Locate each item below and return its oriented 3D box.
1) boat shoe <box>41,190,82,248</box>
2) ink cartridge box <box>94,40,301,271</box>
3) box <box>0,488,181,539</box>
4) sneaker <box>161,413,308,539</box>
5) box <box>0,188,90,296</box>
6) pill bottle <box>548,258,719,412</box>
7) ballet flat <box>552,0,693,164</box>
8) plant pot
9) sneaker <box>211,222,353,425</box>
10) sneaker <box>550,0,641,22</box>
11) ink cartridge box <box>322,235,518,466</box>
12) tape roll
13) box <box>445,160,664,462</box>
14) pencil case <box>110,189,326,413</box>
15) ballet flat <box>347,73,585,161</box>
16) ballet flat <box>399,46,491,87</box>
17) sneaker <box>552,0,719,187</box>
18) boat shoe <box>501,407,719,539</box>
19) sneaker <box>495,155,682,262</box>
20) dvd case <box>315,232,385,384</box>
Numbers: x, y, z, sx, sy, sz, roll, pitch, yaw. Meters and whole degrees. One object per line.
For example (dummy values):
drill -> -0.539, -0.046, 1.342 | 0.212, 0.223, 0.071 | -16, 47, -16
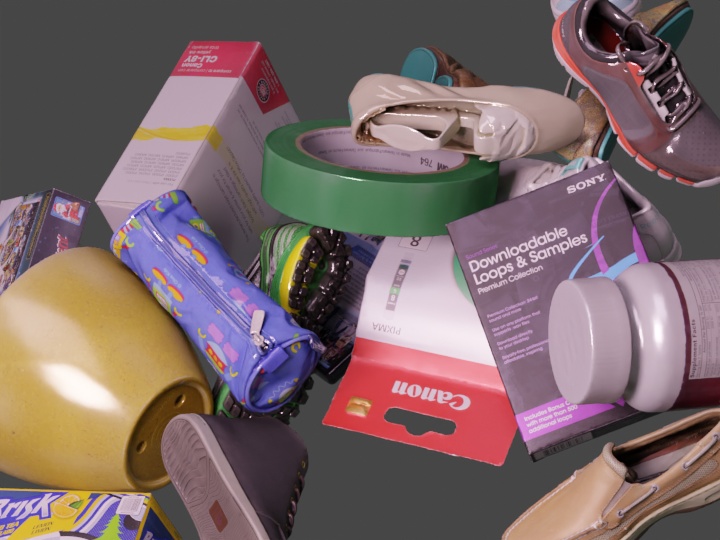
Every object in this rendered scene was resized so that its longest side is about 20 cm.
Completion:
boat shoe -> -0.271, 0.009, 1.876 | 0.062, 0.072, 0.201 | 3, 48, -8
ink cartridge box -> -0.135, -0.083, 1.833 | 0.083, 0.146, 0.201 | 6, 51, 29
box -> -0.249, 0.219, 1.654 | 0.199, 0.070, 0.065 | 0, 51, 24
sneaker -> -0.068, 0.193, 1.600 | 0.075, 0.106, 0.201 | -46, 60, 39
box -> -0.301, 0.034, 1.779 | 0.136, 0.038, 0.201 | -5, 67, 61
pill bottle -> 0.245, 0.047, 1.516 | 0.198, 0.110, 0.110 | -3, 42, -15
ballet flat -> 0.223, -0.172, 1.809 | 0.070, 0.071, 0.201 | 15, 60, 34
plant pot -> -0.203, 0.102, 1.663 | 0.142, 0.201, 0.200 | 29, 64, 32
sneaker -> -0.077, 0.054, 1.719 | 0.085, 0.078, 0.201 | 9, 69, 46
sneaker -> 0.189, -0.304, 1.889 | 0.079, 0.131, 0.200 | -24, 33, -2
ink cartridge box -> 0.072, 0.049, 1.672 | 0.160, 0.050, 0.201 | 11, 52, 21
tape roll -> 0.016, -0.080, 1.739 | 0.199, 0.049, 0.201 | 5, 19, -2
box -> 0.164, 0.030, 1.613 | 0.142, 0.036, 0.201 | -21, 70, 4
pencil case -> -0.115, 0.022, 1.635 | 0.078, 0.087, 0.200 | -38, 65, -11
ballet flat -> 0.085, -0.119, 1.716 | 0.198, 0.070, 0.070 | 6, 50, 10
ballet flat -> 0.088, -0.156, 1.845 | 0.072, 0.068, 0.200 | 15, 7, -14
sneaker -> 0.240, -0.152, 1.723 | 0.200, 0.082, 0.077 | 43, 71, 6
boat shoe -> 0.186, 0.156, 1.514 | 0.199, 0.076, 0.072 | -30, 45, -4
sneaker -> 0.180, -0.066, 1.717 | 0.199, 0.089, 0.075 | 27, 65, 40
dvd case -> 0.000, 0.000, 1.786 | 0.200, 0.018, 0.142 | -42, 47, -17
